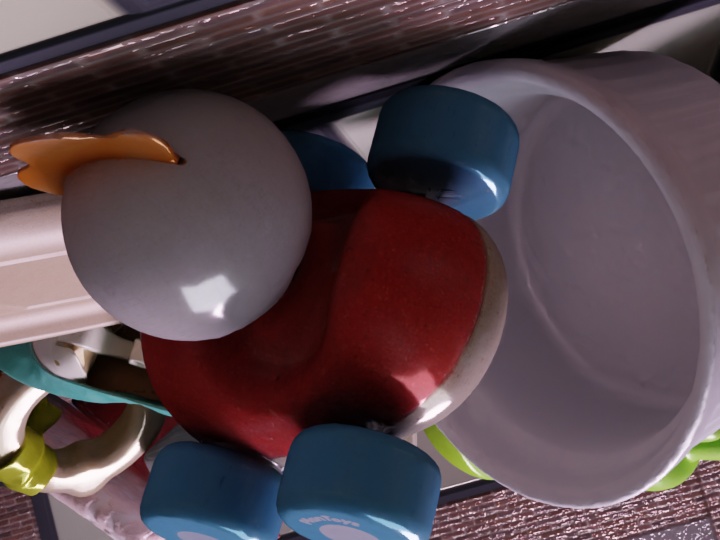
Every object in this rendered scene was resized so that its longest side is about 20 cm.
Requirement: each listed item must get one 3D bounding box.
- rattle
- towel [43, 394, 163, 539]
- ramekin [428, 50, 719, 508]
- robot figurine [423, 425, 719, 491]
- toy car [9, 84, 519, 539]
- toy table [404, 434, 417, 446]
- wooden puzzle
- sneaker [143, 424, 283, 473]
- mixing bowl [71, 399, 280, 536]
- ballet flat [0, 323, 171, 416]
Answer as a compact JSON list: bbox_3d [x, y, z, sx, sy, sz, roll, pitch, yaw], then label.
[{"bbox_3d":[-0.178,0.042,1.132,0.130,0.143,0.201,21,113,-24],"label":"rattle"},{"bbox_3d":[-0.216,0.134,1.269,0.032,0.199,0.191,-57,172,2],"label":"towel"},{"bbox_3d":[0.105,-0.004,0.773,0.097,0.201,0.200,-20,178,-40],"label":"ramekin"},{"bbox_3d":[0.115,0.061,0.938,0.199,0.116,0.175,-2,163,34],"label":"robot figurine"},{"bbox_3d":[-0.061,-0.007,0.674,0.200,0.185,0.176,33,152,-34],"label":"toy car"},{"bbox_3d":[-0.017,0.071,1.222,0.116,0.185,0.200,-1,-172,11],"label":"toy table"},{"bbox_3d":[-0.138,-0.009,0.858,0.184,0.037,0.200,-11,167,-29],"label":"wooden puzzle"},{"bbox_3d":[-0.075,0.128,1.083,0.073,0.071,0.200,-38,-165,-25],"label":"sneaker"},{"bbox_3d":[-0.120,0.114,1.365,0.109,0.200,0.200,-58,175,-5],"label":"mixing bowl"},{"bbox_3d":[-0.132,0.046,0.992,0.199,0.068,0.070,13,163,14],"label":"ballet flat"}]
